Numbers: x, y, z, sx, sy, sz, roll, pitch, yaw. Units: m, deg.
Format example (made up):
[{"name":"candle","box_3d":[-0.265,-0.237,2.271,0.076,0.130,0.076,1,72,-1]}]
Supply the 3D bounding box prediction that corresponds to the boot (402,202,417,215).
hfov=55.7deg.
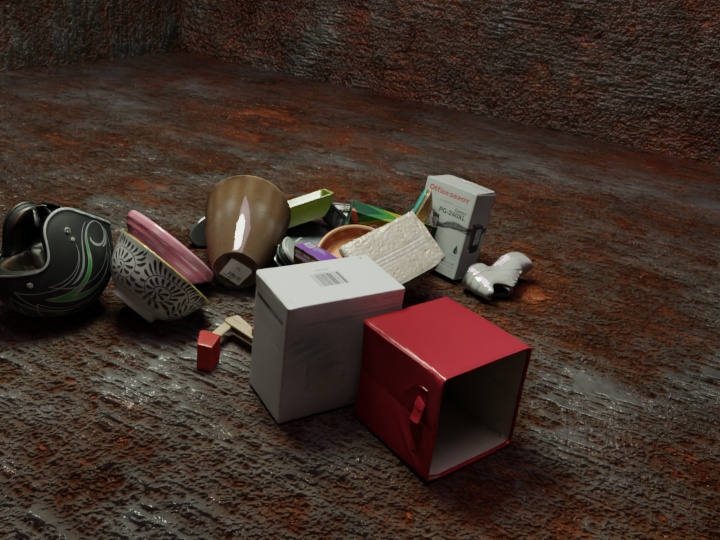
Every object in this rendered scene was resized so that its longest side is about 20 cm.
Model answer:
[{"name":"boot","box_3d":[0.227,-0.138,1.794,0.199,0.078,0.138,-28,45,-31]}]

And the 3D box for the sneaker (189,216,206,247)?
[{"name":"sneaker","box_3d":[-0.329,-0.113,1.598,0.201,0.067,0.108,-44,15,-29]}]

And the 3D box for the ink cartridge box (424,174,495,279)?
[{"name":"ink cartridge box","box_3d":[0.203,-0.101,1.535,0.145,0.202,0.083,28,24,38]}]

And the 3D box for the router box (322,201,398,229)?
[{"name":"router box","box_3d":[0.029,-0.106,1.632,0.198,0.051,0.149,2,29,-36]}]

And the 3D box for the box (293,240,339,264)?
[{"name":"box","box_3d":[-0.052,0.048,1.239,0.039,0.138,0.199,-17,34,-39]}]

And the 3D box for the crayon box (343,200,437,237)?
[{"name":"crayon box","box_3d":[0.057,-0.061,1.473,0.198,0.128,0.051,15,31,-9]}]

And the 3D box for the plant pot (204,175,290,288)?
[{"name":"plant pot","box_3d":[-0.243,-0.062,1.403,0.185,0.188,0.201,5,40,-5]}]

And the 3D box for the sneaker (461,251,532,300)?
[{"name":"sneaker","box_3d":[0.313,0.020,1.496,0.199,0.075,0.087,-20,48,-33]}]

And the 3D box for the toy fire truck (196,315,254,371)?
[{"name":"toy fire truck","box_3d":[-0.191,0.107,1.180,0.139,0.049,0.200,9,25,4]}]

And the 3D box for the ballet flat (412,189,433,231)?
[{"name":"ballet flat","box_3d":[0.123,-0.090,1.520,0.065,0.201,0.071,31,32,-2]}]

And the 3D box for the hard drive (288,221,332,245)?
[{"name":"hard drive","box_3d":[-0.099,-0.060,1.575,0.138,0.033,0.200,8,25,2]}]

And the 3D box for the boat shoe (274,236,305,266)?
[{"name":"boat shoe","box_3d":[-0.141,-0.024,1.379,0.060,0.076,0.200,-32,-3,7]}]

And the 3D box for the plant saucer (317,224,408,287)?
[{"name":"plant saucer","box_3d":[0.000,0.000,1.378,0.198,0.038,0.202,8,57,-12]}]

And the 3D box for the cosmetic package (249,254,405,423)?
[{"name":"cosmetic package","box_3d":[-0.055,0.102,1.051,0.198,0.202,0.123,-9,32,-30]}]

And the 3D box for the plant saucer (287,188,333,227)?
[{"name":"plant saucer","box_3d":[-0.161,-0.135,1.604,0.198,0.048,0.200,-19,12,-6]}]

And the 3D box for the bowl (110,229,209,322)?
[{"name":"bowl","box_3d":[-0.373,0.029,1.201,0.200,0.201,0.094,29,73,38]}]

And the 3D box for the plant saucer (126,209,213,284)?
[{"name":"plant saucer","box_3d":[-0.376,-0.034,1.317,0.200,0.201,0.051,28,75,37]}]

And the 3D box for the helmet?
[{"name":"helmet","box_3d":[-0.532,-0.013,1.179,0.198,0.193,0.200,13,-5,1]}]

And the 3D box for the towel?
[{"name":"towel","box_3d":[0.065,-0.030,1.369,0.199,0.035,0.133,-26,74,-26]}]

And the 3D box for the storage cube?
[{"name":"storage cube","box_3d":[0.115,0.165,1.002,0.199,0.173,0.179,-13,31,-35]}]
